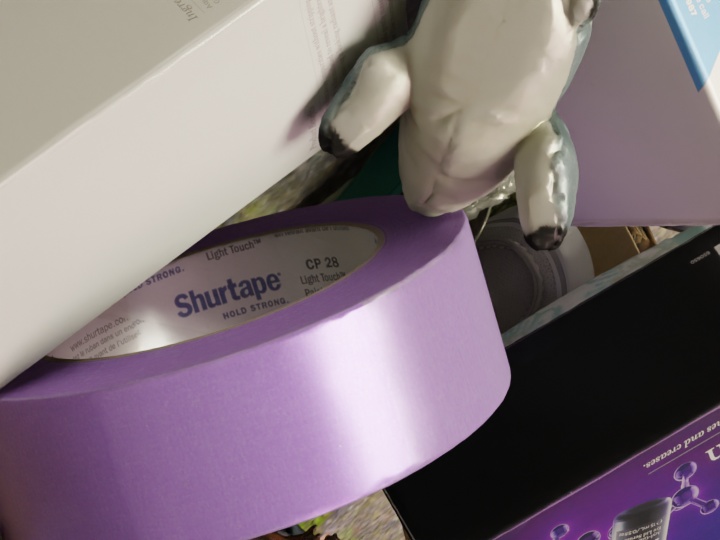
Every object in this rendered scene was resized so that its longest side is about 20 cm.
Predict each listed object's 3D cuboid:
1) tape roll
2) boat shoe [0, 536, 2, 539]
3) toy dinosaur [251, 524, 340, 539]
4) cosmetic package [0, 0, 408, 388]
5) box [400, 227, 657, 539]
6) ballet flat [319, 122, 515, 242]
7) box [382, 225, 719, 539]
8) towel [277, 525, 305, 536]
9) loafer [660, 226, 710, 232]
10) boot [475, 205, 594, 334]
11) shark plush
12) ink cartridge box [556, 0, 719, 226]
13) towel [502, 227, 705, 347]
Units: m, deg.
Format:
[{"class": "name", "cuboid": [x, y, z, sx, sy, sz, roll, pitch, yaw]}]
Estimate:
[{"class": "tape roll", "cuboid": [-0.048, 0.036, 0.805, 0.199, 0.066, 0.200, -16, -167, 4]}, {"class": "boat shoe", "cuboid": [-0.080, 0.088, 0.957, 0.200, 0.065, 0.073, -32, -170, -7]}, {"class": "toy dinosaur", "cuboid": [-0.072, 0.103, 0.890, 0.200, 0.060, 0.106, 34, 103, -21]}, {"class": "cosmetic package", "cuboid": [-0.082, -0.060, 0.728, 0.200, 0.081, 0.113, -35, 155, -16]}, {"class": "box", "cuboid": [0.076, 0.043, 1.073, 0.021, 0.164, 0.200, 26, 112, -20]}, {"class": "ballet flat", "cuboid": [0.000, 0.000, 0.951, 0.200, 0.072, 0.072, -42, 156, -4]}, {"class": "box", "cuboid": [0.118, 0.077, 0.868, 0.199, 0.079, 0.141, -31, 142, -1]}, {"class": "towel", "cuboid": [-0.134, 0.190, 1.033, 0.171, 0.048, 0.200, -35, 171, 40]}, {"class": "loafer", "cuboid": [0.169, -0.051, 1.091, 0.200, 0.072, 0.063, -123, -134, -82]}, {"class": "boot", "cuboid": [0.026, 0.035, 1.013, 0.095, 0.074, 0.200, -22, 168, -31]}, {"class": "shark plush", "cuboid": [0.047, -0.104, 0.737, 0.083, 0.090, 0.201, -63, 165, -64]}, {"class": "ink cartridge box", "cuboid": [0.153, -0.122, 0.849, 0.200, 0.129, 0.125, -37, -159, -28]}, {"class": "towel", "cuboid": [0.110, 0.088, 0.974, 0.171, 0.048, 0.200, -31, 134, -3]}]
